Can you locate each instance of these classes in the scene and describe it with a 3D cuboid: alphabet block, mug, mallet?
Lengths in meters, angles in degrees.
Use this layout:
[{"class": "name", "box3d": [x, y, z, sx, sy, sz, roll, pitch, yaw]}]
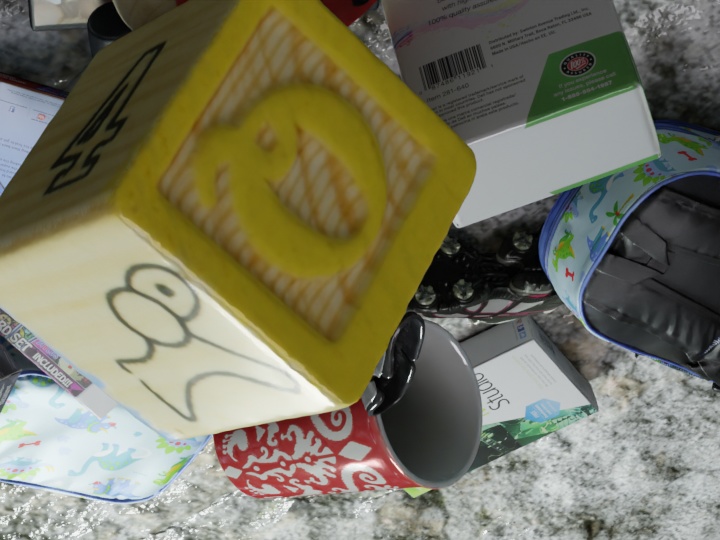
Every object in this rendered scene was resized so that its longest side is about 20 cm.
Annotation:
[{"class": "alphabet block", "box3d": [-0.085, -0.034, 1.154, 0.195, 0.197, 0.199, 41, 149, -24]}, {"class": "mug", "box3d": [-0.026, 0.105, 1.581, 0.199, 0.133, 0.178, -15, 113, 42]}, {"class": "mallet", "box3d": [-0.086, -0.158, 1.313, 0.199, 0.041, 0.066, -8, 141, -11]}]

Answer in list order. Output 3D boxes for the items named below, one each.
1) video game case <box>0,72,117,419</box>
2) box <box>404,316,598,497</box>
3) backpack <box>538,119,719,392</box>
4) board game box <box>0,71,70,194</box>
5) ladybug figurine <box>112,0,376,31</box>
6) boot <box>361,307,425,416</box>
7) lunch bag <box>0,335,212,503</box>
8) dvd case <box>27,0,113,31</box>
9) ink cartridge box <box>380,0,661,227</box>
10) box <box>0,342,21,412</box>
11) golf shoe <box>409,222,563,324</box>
[{"class": "video game case", "box3d": [-0.195, -0.014, 1.403, 0.181, 0.036, 0.200, -41, 115, 10]}, {"class": "box", "box3d": [0.096, 0.124, 1.728, 0.199, 0.037, 0.144, -26, 139, 18]}, {"class": "backpack", "box3d": [0.240, -0.024, 1.487, 0.199, 0.147, 0.184, 16, 117, -33]}, {"class": "board game box", "box3d": [-0.262, -0.088, 1.327, 0.199, 0.019, 0.103, 16, 109, -14]}, {"class": "ladybug figurine", "box3d": [-0.062, -0.193, 1.224, 0.199, 0.072, 0.136, -17, 124, 0]}, {"class": "boot", "box3d": [0.000, 0.000, 1.389, 0.070, 0.132, 0.201, -28, 141, -25]}, {"class": "lunch bag", "box3d": [-0.232, 0.119, 1.596, 0.199, 0.083, 0.161, 15, 133, -30]}, {"class": "dvd case", "box3d": [-0.121, -0.219, 1.268, 0.198, 0.018, 0.143, -5, 140, -10]}, {"class": "ink cartridge box", "box3d": [0.099, -0.149, 1.269, 0.144, 0.201, 0.084, -19, 144, 9]}, {"class": "box", "box3d": [-0.346, 0.083, 1.465, 0.049, 0.161, 0.200, -26, 158, -44]}, {"class": "golf shoe", "box3d": [0.085, 0.017, 1.567, 0.198, 0.078, 0.088, -3, 147, -11]}]
